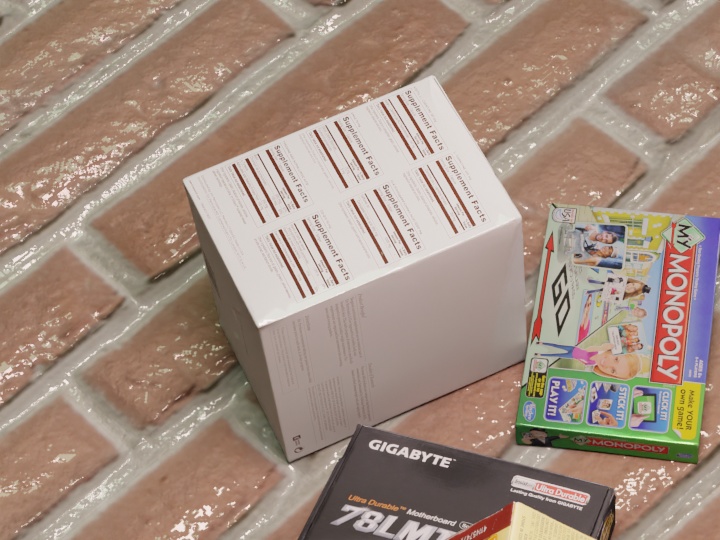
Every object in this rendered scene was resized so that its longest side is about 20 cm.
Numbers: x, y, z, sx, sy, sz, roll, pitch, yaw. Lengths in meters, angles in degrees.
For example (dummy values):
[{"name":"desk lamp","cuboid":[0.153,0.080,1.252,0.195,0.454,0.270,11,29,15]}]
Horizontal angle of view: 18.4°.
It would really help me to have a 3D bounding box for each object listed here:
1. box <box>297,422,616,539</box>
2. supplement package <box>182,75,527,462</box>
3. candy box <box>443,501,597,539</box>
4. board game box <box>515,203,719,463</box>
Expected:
[{"name":"box","cuboid":[0.053,0.212,1.522,0.199,0.050,0.199,14,51,19]},{"name":"supplement package","cuboid":[0.000,0.000,1.606,0.199,0.192,0.147,-23,57,-10]},{"name":"candy box","cuboid":[0.142,0.222,1.398,0.199,0.115,0.056,27,56,-21]},{"name":"board game box","cuboid":[0.195,0.043,1.654,0.134,0.029,0.201,5,57,10]}]
